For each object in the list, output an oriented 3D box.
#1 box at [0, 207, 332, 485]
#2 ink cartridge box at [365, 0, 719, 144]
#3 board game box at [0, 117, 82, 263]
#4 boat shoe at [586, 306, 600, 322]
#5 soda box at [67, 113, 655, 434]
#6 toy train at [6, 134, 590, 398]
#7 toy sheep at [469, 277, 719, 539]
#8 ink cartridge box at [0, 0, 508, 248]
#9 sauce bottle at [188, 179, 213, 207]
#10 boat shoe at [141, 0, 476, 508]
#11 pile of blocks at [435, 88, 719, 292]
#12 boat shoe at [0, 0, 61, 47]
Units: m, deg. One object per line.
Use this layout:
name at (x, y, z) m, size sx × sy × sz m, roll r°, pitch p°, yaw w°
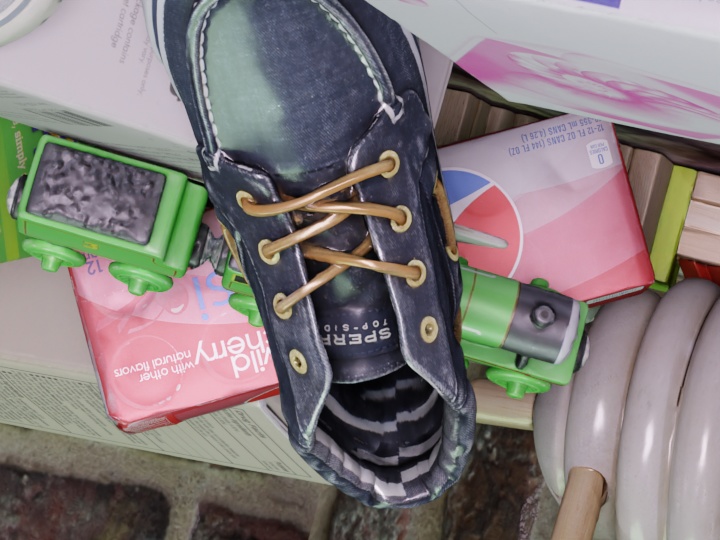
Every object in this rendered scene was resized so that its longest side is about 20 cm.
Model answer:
box at (-0.099, 0.021, 1.130) m, size 0.199 × 0.078 × 0.095 m, roll 9°, pitch 159°, yaw 24°
ink cartridge box at (0.112, -0.049, 0.679) m, size 0.196 × 0.043 × 0.200 m, roll 13°, pitch 175°, yaw 26°
board game box at (-0.147, -0.045, 0.949) m, size 0.030 × 0.096 × 0.200 m, roll 13°, pitch -164°, yaw 35°
boat shoe at (0.028, -0.025, 1.197) m, size 0.200 × 0.069 × 0.072 m, roll 18°, pitch 176°, yaw -36°
soda box at (0.000, 0.000, 1.010) m, size 0.199 × 0.070 × 0.063 m, roll -15°, pitch 176°, yaw -1°
toy train at (-0.018, -0.002, 0.919) m, size 0.199 × 0.042 × 0.056 m, roll 15°, pitch 166°, yaw -3°
toy sheep at (0.132, 0.066, 1.047) m, size 0.199 × 0.138 × 0.138 m, roll 11°, pitch 176°, yaw 15°
ink cartridge box at (-0.052, -0.067, 0.888) m, size 0.200 × 0.067 × 0.116 m, roll 17°, pitch 176°, yaw -30°
sauce bottle at (-0.036, -0.006, 1.224) m, size 0.066 × 0.066 × 0.200 m, roll 12°, pitch 170°, yaw 46°
boat shoe at (-0.006, -0.016, 0.785) m, size 0.071 × 0.091 × 0.200 m, roll -15°, pitch 143°, yaw 8°
pile of blocks at (0.083, -0.020, 1.101) m, size 0.199 × 0.062 × 0.082 m, roll 17°, pitch 176°, yaw -13°
boat shoe at (-0.178, -0.107, 0.770) m, size 0.200 × 0.070 × 0.072 m, roll 17°, pitch 180°, yaw 12°
